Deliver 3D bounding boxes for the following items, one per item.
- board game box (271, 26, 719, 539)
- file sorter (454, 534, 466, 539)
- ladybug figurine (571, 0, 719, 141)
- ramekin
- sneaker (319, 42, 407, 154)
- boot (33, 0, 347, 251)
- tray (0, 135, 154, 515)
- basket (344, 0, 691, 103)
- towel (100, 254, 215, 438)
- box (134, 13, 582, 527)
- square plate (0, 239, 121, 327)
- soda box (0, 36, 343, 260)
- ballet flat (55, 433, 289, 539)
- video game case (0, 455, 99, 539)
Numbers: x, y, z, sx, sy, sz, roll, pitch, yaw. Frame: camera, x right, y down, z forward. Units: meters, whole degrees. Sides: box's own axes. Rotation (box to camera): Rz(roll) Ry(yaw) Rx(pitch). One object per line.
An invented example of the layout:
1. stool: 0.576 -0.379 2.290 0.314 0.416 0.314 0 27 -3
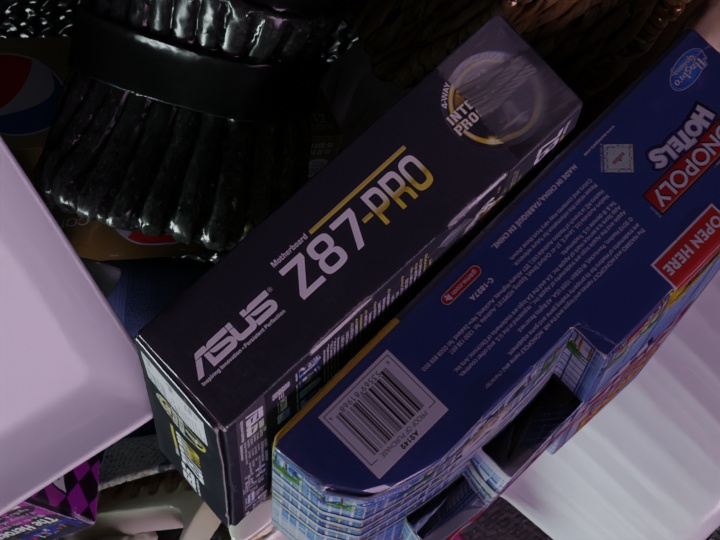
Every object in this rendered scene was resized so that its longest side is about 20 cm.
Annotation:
1. board game box: 0.057 0.032 0.872 0.200 0.062 0.200 -44 170 -12
2. file sorter: 0.016 0.195 1.194 0.200 0.125 0.139 -50 162 20
3. ladybug figurine: 0.132 -0.088 0.958 0.072 0.136 0.200 37 95 -13
4. ramekin: 0.151 0.054 1.102 0.200 0.098 0.201 -44 172 -8
5. sneaker: 0.000 0.000 1.033 0.078 0.100 0.200 -3 137 -25
6. boot: -0.018 -0.082 0.818 0.079 0.210 0.159 5 94 -48
7. tray: -0.162 -0.005 0.855 0.107 0.022 0.200 -32 112 -3
8. basket: 0.103 -0.140 0.892 0.149 0.143 0.200 19 125 -40
9. towel: -0.092 0.033 1.009 0.199 0.049 0.112 7 141 6
10. box: -0.002 0.009 0.853 0.161 0.049 0.200 -40 170 -10
11. square plate: -0.213 0.032 0.937 0.197 0.029 0.200 12 150 -18
12. soda box: -0.114 -0.047 0.949 0.199 0.064 0.068 -3 139 -24
13. ballet flat: -0.056 0.097 0.985 0.199 0.075 0.074 -14 148 27
14. video game case: -0.236 0.085 0.966 0.199 0.036 0.181 -22 144 37
